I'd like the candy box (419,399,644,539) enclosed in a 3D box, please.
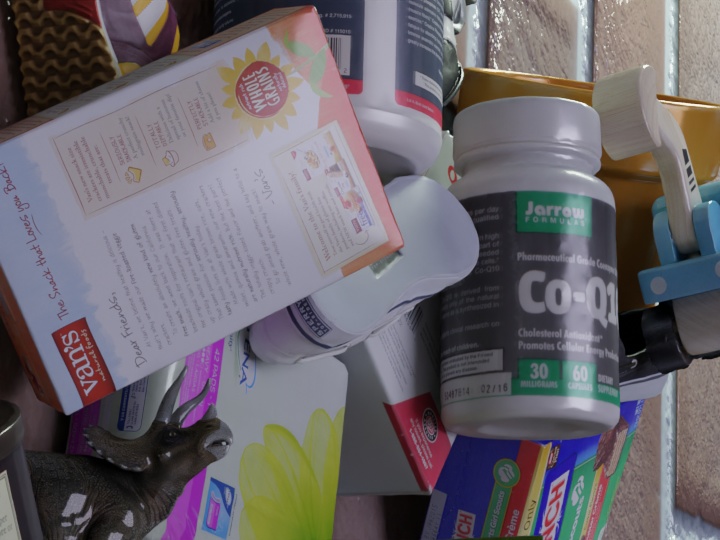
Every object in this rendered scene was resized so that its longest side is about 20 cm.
[{"bbox_3d":[0.116,0.164,1.420,0.200,0.077,0.170,-16,124,-60],"label":"candy box"}]

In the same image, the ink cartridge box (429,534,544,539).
[{"bbox_3d":[0.029,0.254,1.221,0.076,0.147,0.201,33,56,-55],"label":"ink cartridge box"}]

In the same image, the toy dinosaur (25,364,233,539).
[{"bbox_3d":[-0.155,0.123,0.963,0.199,0.077,0.103,-11,67,-21],"label":"toy dinosaur"}]

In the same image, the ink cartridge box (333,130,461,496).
[{"bbox_3d":[0.019,0.026,1.310,0.146,0.083,0.200,66,33,-29],"label":"ink cartridge box"}]

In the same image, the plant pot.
[{"bbox_3d":[0.161,-0.045,1.505,0.200,0.199,0.185,-7,107,-62],"label":"plant pot"}]

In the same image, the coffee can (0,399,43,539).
[{"bbox_3d":[-0.190,0.168,0.823,0.146,0.146,0.201,-28,110,-60],"label":"coffee can"}]

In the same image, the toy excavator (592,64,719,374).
[{"bbox_3d":[0.225,-0.037,1.375,0.194,0.099,0.201,-9,84,-60],"label":"toy excavator"}]

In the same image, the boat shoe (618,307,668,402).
[{"bbox_3d":[0.156,0.057,1.387,0.199,0.070,0.067,-3,115,-48],"label":"boat shoe"}]

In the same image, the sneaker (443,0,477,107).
[{"bbox_3d":[0.030,-0.179,1.389,0.201,0.074,0.089,-79,149,-47],"label":"sneaker"}]

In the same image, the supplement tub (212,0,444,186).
[{"bbox_3d":[-0.019,-0.158,1.212,0.140,0.140,0.201,23,65,-59],"label":"supplement tub"}]

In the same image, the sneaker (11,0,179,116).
[{"bbox_3d":[-0.139,-0.154,1.069,0.090,0.074,0.201,-15,105,-70],"label":"sneaker"}]

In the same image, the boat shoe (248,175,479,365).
[{"bbox_3d":[0.000,0.000,1.160,0.074,0.065,0.200,59,33,4],"label":"boat shoe"}]

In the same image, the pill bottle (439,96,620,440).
[{"bbox_3d":[0.105,0.001,1.268,0.113,0.112,0.201,22,65,-59],"label":"pill bottle"}]

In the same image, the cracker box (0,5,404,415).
[{"bbox_3d":[-0.093,-0.033,1.010,0.199,0.058,0.135,-26,105,-21],"label":"cracker box"}]

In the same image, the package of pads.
[{"bbox_3d":[-0.083,0.093,1.123,0.200,0.068,0.155,37,55,-54],"label":"package of pads"}]
